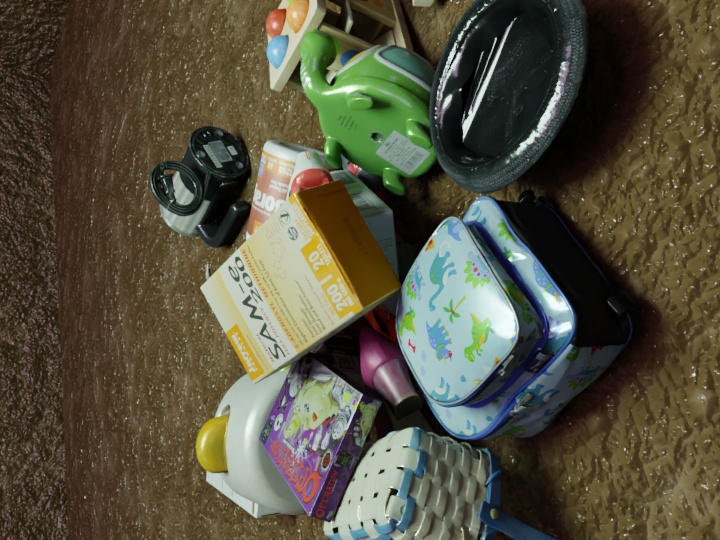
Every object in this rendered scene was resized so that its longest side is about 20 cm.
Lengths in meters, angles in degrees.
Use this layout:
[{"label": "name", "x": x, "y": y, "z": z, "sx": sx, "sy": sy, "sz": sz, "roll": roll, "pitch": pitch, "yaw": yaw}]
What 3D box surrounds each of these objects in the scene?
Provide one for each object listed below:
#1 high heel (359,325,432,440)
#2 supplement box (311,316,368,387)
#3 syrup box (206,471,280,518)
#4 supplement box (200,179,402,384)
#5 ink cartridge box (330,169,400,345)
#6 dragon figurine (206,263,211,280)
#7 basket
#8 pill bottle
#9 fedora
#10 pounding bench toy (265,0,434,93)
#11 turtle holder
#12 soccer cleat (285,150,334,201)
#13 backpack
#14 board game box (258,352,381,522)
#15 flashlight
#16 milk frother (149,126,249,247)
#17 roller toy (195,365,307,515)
[{"label": "high heel", "x": 0.035, "y": 0.146, "z": 0.722, "sx": 0.202, "sy": 0.066, "sz": 0.097, "roll": 90, "pitch": 156, "yaw": -52}, {"label": "supplement box", "x": -0.045, "y": 0.074, "z": 0.848, "sx": 0.061, "sy": 0.108, "sz": 0.202, "roll": -48, "pitch": 50, "yaw": 25}, {"label": "syrup box", "x": -0.178, "y": 0.329, "z": 1.043, "sx": 0.198, "sy": 0.077, "sz": 0.084, "roll": 1, "pitch": 88, "yaw": 54}, {"label": "supplement box", "x": -0.068, "y": 0.017, "z": 0.658, "sx": 0.199, "sy": 0.073, "sz": 0.128, "roll": -37, "pitch": 82, "yaw": 41}, {"label": "ink cartridge box", "x": 0.000, "y": 0.000, "z": 0.761, "sx": 0.160, "sy": 0.046, "sz": 0.204, "roll": -128, "pitch": 30, "yaw": -60}, {"label": "dragon figurine", "x": -0.132, "y": 0.051, "z": 0.918, "sx": 0.198, "sy": 0.100, "sz": 0.059, "roll": 37, "pitch": 128, "yaw": -3}, {"label": "basket", "x": 0.075, "y": 0.243, "z": 0.608, "sx": 0.176, "sy": 0.197, "sz": 0.141, "roll": -38, "pitch": 30, "yaw": 50}, {"label": "pill bottle", "x": -0.109, "y": -0.081, "z": 0.950, "sx": 0.112, "sy": 0.110, "sz": 0.204, "roll": 32, "pitch": 113, "yaw": 50}, {"label": "fedora", "x": 0.153, "y": -0.171, "z": 0.608, "sx": 0.199, "sy": 0.090, "sz": 0.206, "roll": -6, "pitch": 83, "yaw": 54}, {"label": "pounding bench toy", "x": -0.019, "y": -0.316, "z": 0.787, "sx": 0.200, "sy": 0.153, "sz": 0.126, "roll": -47, "pitch": 40, "yaw": 41}, {"label": "turtle holder", "x": 0.016, "y": -0.191, "z": 0.739, "sx": 0.142, "sy": 0.181, "sz": 0.134, "roll": 84, "pitch": -156, "yaw": -57}, {"label": "soccer cleat", "x": -0.059, "y": -0.041, "z": 0.746, "sx": 0.086, "sy": 0.067, "sz": 0.203, "roll": -104, "pitch": 14, "yaw": -51}, {"label": "backpack", "x": 0.118, "y": 0.054, "z": 0.596, "sx": 0.202, "sy": 0.144, "sz": 0.185, "roll": -64, "pitch": 37, "yaw": 36}, {"label": "board game box", "x": -0.050, "y": 0.161, "z": 0.673, "sx": 0.199, "sy": 0.032, "sz": 0.123, "roll": 14, "pitch": 83, "yaw": 67}, {"label": "flashlight", "x": 0.030, "y": -0.075, "z": 0.801, "sx": 0.067, "sy": 0.068, "sz": 0.204, "roll": -20, "pitch": 67, "yaw": 4}, {"label": "milk frother", "x": -0.322, "y": -0.140, "z": 1.181, "sx": 0.188, "sy": 0.197, "sz": 0.183, "roll": -47, "pitch": 56, "yaw": 42}, {"label": "roller toy", "x": -0.101, "y": 0.223, "z": 0.854, "sx": 0.139, "sy": 0.200, "sz": 0.184, "roll": -11, "pitch": 121, "yaw": 53}]
